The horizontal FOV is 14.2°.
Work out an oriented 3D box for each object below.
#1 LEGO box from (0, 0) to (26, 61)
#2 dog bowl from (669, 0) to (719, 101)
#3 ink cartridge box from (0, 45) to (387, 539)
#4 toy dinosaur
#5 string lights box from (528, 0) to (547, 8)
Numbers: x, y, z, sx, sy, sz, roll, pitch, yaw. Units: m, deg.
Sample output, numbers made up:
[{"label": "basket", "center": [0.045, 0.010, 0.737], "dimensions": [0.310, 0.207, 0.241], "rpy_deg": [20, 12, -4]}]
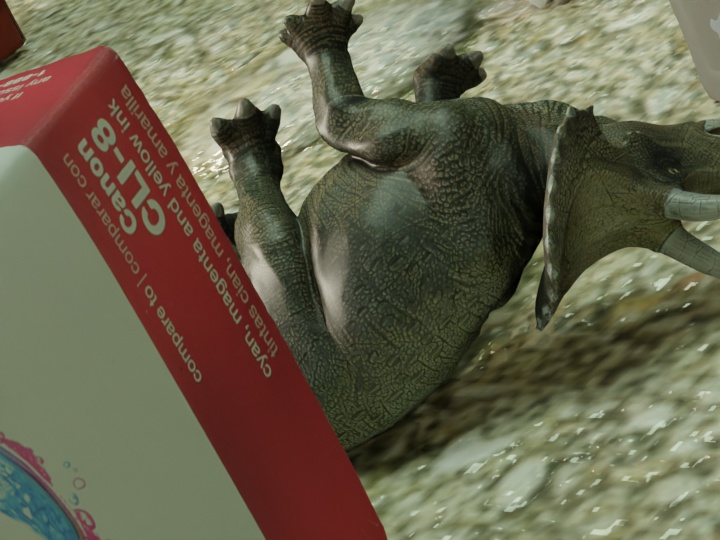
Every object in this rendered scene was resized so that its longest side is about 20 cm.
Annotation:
[{"label": "LEGO box", "center": [-0.251, -0.137, 1.195], "dimensions": [0.077, 0.200, 0.149], "rpy_deg": [-4, 30, 45]}, {"label": "dog bowl", "center": [0.172, -0.123, 0.837], "dimensions": [0.200, 0.059, 0.200], "rpy_deg": [-25, 21, 10]}, {"label": "ink cartridge box", "center": [-0.114, 0.076, 0.597], "dimensions": [0.145, 0.145, 0.200], "rpy_deg": [-14, 25, 30]}, {"label": "toy dinosaur", "center": [0.000, 0.000, 0.728], "dimensions": [0.200, 0.077, 0.102], "rpy_deg": [-36, 51, 16]}, {"label": "string lights box", "center": [0.089, -0.185, 1.026], "dimensions": [0.103, 0.059, 0.200], "rpy_deg": [-55, 3, 35]}]
